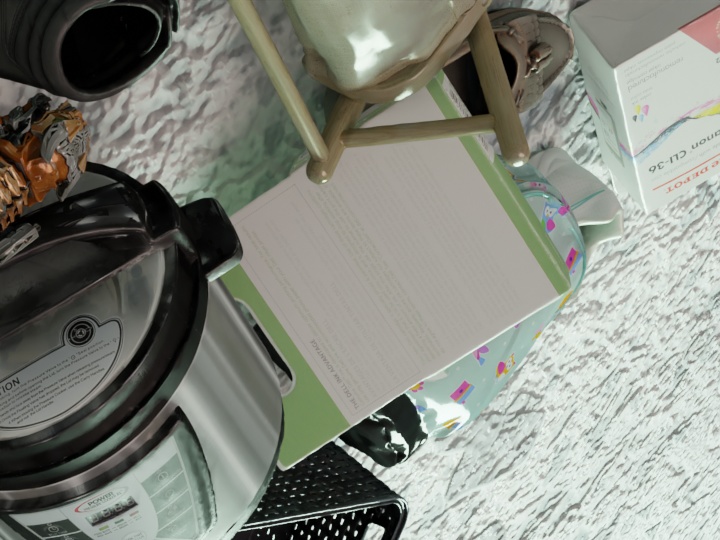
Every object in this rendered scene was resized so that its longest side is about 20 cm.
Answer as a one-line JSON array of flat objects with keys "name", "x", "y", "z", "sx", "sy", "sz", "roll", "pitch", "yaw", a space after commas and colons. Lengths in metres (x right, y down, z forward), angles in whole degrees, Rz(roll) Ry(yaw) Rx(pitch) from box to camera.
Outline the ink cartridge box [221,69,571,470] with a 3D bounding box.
[{"name": "ink cartridge box", "x": 0.000, "y": 0.000, "z": 0.986, "sx": 0.199, "sy": 0.146, "sz": 0.048, "roll": -32, "pitch": -169, "yaw": 12}]

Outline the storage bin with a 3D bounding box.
[{"name": "storage bin", "x": -0.078, "y": 0.187, "z": 1.121, "sx": 0.199, "sy": 0.093, "sz": 0.136, "roll": -1, "pitch": 118, "yaw": -49}]

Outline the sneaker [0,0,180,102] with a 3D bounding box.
[{"name": "sneaker", "x": -0.102, "y": -0.161, "z": 0.806, "sx": 0.201, "sy": 0.099, "sz": 0.071, "roll": -55, "pitch": 143, "yaw": -3}]

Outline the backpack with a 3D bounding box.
[{"name": "backpack", "x": 0.044, "y": 0.014, "z": 1.097, "sx": 0.200, "sy": 0.126, "sz": 0.167, "roll": -48, "pitch": 142, "yaw": -12}]

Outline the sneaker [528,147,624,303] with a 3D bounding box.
[{"name": "sneaker", "x": 0.102, "y": 0.005, "z": 1.202, "sx": 0.201, "sy": 0.080, "sz": 0.071, "roll": -48, "pitch": 146, "yaw": -8}]

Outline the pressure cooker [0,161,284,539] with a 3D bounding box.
[{"name": "pressure cooker", "x": -0.145, "y": 0.047, "z": 0.861, "sx": 0.177, "sy": 0.177, "sz": 0.201, "roll": -65, "pitch": 151, "yaw": -26}]

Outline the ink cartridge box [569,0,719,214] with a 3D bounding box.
[{"name": "ink cartridge box", "x": 0.226, "y": -0.122, "z": 1.230, "sx": 0.116, "sy": 0.068, "sz": 0.201, "roll": -29, "pitch": 141, "yaw": -3}]

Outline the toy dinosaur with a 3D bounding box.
[{"name": "toy dinosaur", "x": -0.215, "y": -0.023, "z": 0.751, "sx": 0.199, "sy": 0.135, "sz": 0.103, "roll": -23, "pitch": 135, "yaw": -38}]

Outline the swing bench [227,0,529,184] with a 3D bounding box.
[{"name": "swing bench", "x": 0.014, "y": -0.184, "z": 0.874, "sx": 0.199, "sy": 0.128, "sz": 0.202, "roll": 62, "pitch": 30, "yaw": -54}]

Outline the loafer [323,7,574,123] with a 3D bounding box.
[{"name": "loafer", "x": 0.069, "y": -0.115, "z": 1.064, "sx": 0.199, "sy": 0.063, "sz": 0.073, "roll": -22, "pitch": 109, "yaw": -37}]
